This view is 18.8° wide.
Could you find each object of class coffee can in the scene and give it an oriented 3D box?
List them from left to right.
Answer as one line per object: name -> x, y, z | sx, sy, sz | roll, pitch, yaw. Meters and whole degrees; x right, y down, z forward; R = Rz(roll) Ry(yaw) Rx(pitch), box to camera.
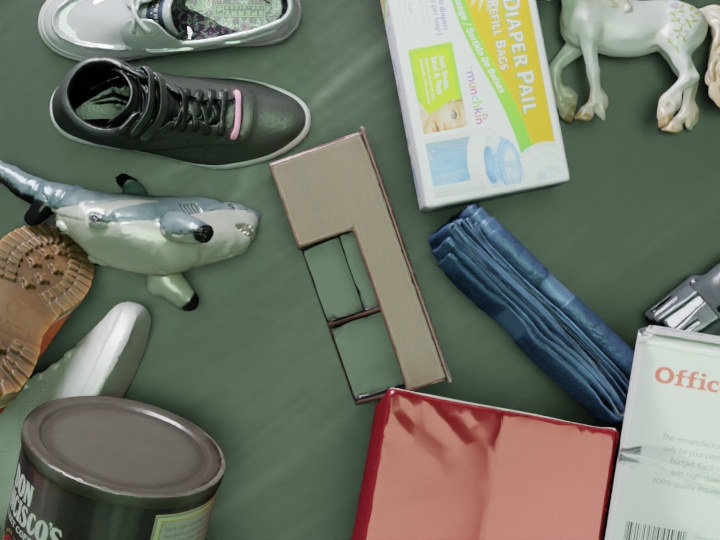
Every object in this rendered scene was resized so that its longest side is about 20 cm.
coffee can -> -0.189, 0.212, 1.570 | 0.146, 0.146, 0.200 | 14, 111, -1

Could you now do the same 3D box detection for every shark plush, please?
shark plush -> -0.181, -0.038, 1.650 | 0.199, 0.091, 0.083 | 9, 47, 9

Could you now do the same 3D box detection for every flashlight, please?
flashlight -> 0.317, -0.001, 1.654 | 0.200, 0.068, 0.068 | -38, 94, -3

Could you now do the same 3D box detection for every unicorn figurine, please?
unicorn figurine -> 0.193, -0.179, 1.655 | 0.199, 0.074, 0.138 | 5, 91, -19

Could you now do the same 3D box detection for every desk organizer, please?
desk organizer -> 0.000, 0.000, 1.644 | 0.077, 0.072, 0.200 | -19, 90, 1

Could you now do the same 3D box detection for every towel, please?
towel -> 0.132, 0.036, 1.626 | 0.200, 0.112, 0.049 | 43, 82, -1

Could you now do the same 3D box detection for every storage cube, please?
storage cube -> 0.080, 0.193, 1.586 | 0.170, 0.200, 0.180 | 10, 83, -1

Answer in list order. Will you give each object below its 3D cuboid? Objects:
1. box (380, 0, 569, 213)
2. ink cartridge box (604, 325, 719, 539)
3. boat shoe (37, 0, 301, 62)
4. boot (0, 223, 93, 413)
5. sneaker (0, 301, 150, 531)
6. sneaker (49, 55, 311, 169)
box -> 0.081, -0.152, 1.630 | 0.112, 0.101, 0.201 | -11, 90, -1
ink cartridge box -> 0.251, 0.147, 1.521 | 0.145, 0.085, 0.201 | 10, 95, 10
boat shoe -> -0.145, -0.192, 1.641 | 0.199, 0.069, 0.072 | 3, 90, -2
boot -> -0.266, 0.048, 1.610 | 0.075, 0.200, 0.107 | 32, 131, -5
sneaker -> -0.237, 0.099, 1.641 | 0.088, 0.075, 0.200 | 32, 90, 12
sneaker -> -0.136, -0.117, 1.626 | 0.199, 0.099, 0.071 | 4, 88, -3
